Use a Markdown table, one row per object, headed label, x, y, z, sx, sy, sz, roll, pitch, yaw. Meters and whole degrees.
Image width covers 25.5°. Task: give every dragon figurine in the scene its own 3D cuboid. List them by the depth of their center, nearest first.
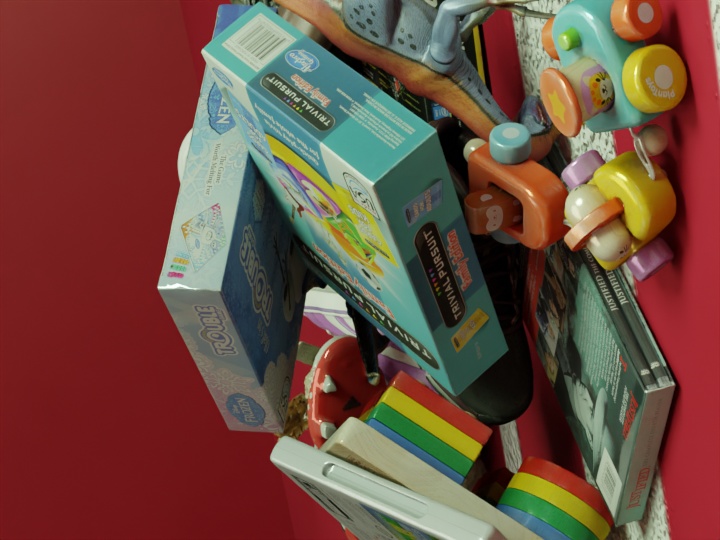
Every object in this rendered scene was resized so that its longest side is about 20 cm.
| label | x | y | z | sx | sy | sz | roll | pitch | yaw |
| --- | --- | --- | --- | --- | --- | --- | --- | --- | --- |
| dragon figurine | 0.000 | 0.000 | 1.074 | 0.099 | 0.059 | 0.201 | 43 | -142 | -12 |

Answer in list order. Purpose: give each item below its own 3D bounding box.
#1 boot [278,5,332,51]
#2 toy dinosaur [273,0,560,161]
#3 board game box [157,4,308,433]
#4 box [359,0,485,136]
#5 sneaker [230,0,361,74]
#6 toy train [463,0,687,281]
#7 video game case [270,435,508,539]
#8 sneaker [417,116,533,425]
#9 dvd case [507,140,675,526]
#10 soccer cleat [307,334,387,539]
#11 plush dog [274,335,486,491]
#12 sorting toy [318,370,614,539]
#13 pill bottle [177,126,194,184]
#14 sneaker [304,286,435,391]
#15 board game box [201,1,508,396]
| label | x | y | z | sx | sy | sz | roll | pitch | yaw |
| --- | --- | --- | --- | --- | --- | --- | --- | --- | --- |
| boot | -0.016 | -0.182 | 1.044 | 0.201 | 0.064 | 0.187 | -59 | 12 | 17 |
| toy dinosaur | 0.031 | -0.130 | 0.910 | 0.183 | 0.198 | 0.105 | 66 | -164 | -1 |
| board game box | -0.069 | -0.028 | 1.018 | 0.201 | 0.043 | 0.201 | 74 | -158 | -60 |
| box | 0.041 | -0.141 | 1.135 | 0.200 | 0.049 | 0.161 | -128 | 29 | -68 |
| sneaker | -0.054 | -0.191 | 1.256 | 0.200 | 0.113 | 0.077 | -83 | -14 | -57 |
| toy train | 0.091 | -0.066 | 0.791 | 0.150 | 0.055 | 0.201 | 40 | 148 | 34 |
| video game case | 0.057 | 0.183 | 1.004 | 0.181 | 0.022 | 0.200 | 17 | 158 | 44 |
| sneaker | 0.070 | -0.002 | 0.984 | 0.202 | 0.075 | 0.115 | 66 | 154 | 0 |
| dvd case | 0.129 | 0.030 | 0.942 | 0.147 | 0.022 | 0.201 | 89 | 166 | -52 |
| soccer cleat | -0.011 | 0.130 | 1.251 | 0.085 | 0.068 | 0.202 | 45 | 153 | 54 |
| plush dog | 0.034 | 0.133 | 1.344 | 0.171 | 0.160 | 0.201 | 37 | 147 | 35 |
| sorting toy | 0.072 | 0.148 | 1.039 | 0.198 | 0.070 | 0.200 | 33 | 164 | 0 |
| pill bottle | -0.058 | -0.117 | 1.311 | 0.200 | 0.111 | 0.113 | -52 | -37 | -47 |
| sneaker | 0.018 | 0.067 | 1.259 | 0.199 | 0.072 | 0.116 | 14 | 113 | 49 |
| board game box | 0.000 | -0.036 | 0.896 | 0.151 | 0.047 | 0.201 | 40 | 164 | 36 |
